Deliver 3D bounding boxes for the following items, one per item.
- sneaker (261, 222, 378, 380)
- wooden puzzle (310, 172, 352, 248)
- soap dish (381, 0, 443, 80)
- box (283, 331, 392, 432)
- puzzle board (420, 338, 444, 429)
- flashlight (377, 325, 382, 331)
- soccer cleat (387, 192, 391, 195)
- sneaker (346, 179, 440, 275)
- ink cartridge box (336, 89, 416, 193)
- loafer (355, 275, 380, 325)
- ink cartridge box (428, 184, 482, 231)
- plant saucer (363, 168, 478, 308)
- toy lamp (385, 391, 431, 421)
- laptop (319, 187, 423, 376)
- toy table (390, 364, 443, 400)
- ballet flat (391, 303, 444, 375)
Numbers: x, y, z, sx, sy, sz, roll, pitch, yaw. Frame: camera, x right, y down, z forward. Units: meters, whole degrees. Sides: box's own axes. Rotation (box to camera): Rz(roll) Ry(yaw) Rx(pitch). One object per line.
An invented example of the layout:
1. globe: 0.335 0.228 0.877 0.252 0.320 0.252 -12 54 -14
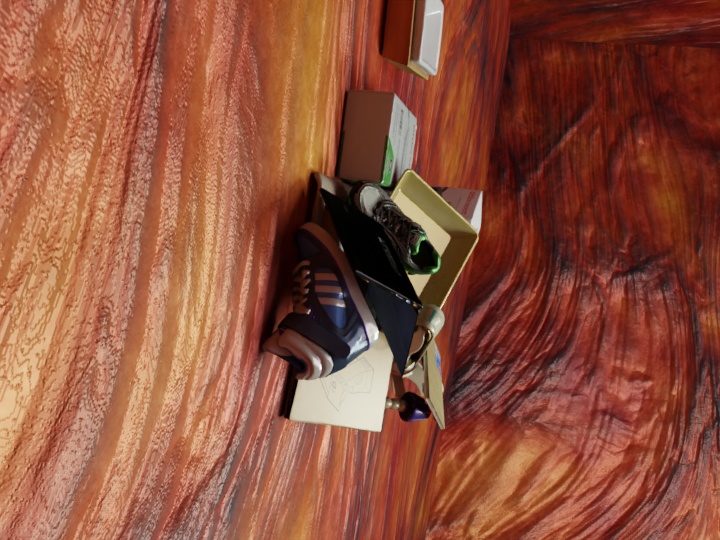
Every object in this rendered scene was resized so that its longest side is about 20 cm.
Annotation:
1. sneaker: -0.077 0.046 0.923 0.201 0.146 0.081 61 -26 6
2. wooden puzzle: -0.044 -0.042 1.078 0.185 0.037 0.202 -2 99 -75
3. soap dish: 0.102 -0.459 1.321 0.200 0.081 0.159 -25 122 -72
4. box: -0.026 0.164 1.088 0.199 0.021 0.165 21 74 -44
5. puzzle board: 0.132 0.195 1.281 0.200 0.017 0.152 64 22 -59
6. flashlight: 0.049 0.109 1.337 0.200 0.067 0.069 -101 -162 -83
7. soccer cleat: 0.081 -0.088 1.283 0.199 0.085 0.069 15 61 -43
8. sneaker: 0.058 -0.069 1.082 0.200 0.085 0.078 43 72 -26
9. ink cartridge box: 0.034 -0.213 1.186 0.200 0.082 0.148 2 96 -75
10. loafer: 0.000 0.000 1.202 0.073 0.072 0.202 167 -86 -68
11. ink cartridge box: 0.143 -0.112 1.423 0.145 0.198 0.085 -60 154 -55
12. plant saucer: 0.086 -0.037 1.179 0.200 0.048 0.201 38 75 -29
13. toy lamp: 0.042 0.239 1.261 0.058 0.199 0.059 -39 -138 46
14. laptop: 0.003 0.017 0.978 0.199 0.116 0.188 29 24 -36
15. toy table: 0.071 0.203 1.404 0.200 0.182 0.118 -17 99 -79
16. ballet flat: 0.078 0.130 1.169 0.062 0.067 0.201 -57 174 -45
